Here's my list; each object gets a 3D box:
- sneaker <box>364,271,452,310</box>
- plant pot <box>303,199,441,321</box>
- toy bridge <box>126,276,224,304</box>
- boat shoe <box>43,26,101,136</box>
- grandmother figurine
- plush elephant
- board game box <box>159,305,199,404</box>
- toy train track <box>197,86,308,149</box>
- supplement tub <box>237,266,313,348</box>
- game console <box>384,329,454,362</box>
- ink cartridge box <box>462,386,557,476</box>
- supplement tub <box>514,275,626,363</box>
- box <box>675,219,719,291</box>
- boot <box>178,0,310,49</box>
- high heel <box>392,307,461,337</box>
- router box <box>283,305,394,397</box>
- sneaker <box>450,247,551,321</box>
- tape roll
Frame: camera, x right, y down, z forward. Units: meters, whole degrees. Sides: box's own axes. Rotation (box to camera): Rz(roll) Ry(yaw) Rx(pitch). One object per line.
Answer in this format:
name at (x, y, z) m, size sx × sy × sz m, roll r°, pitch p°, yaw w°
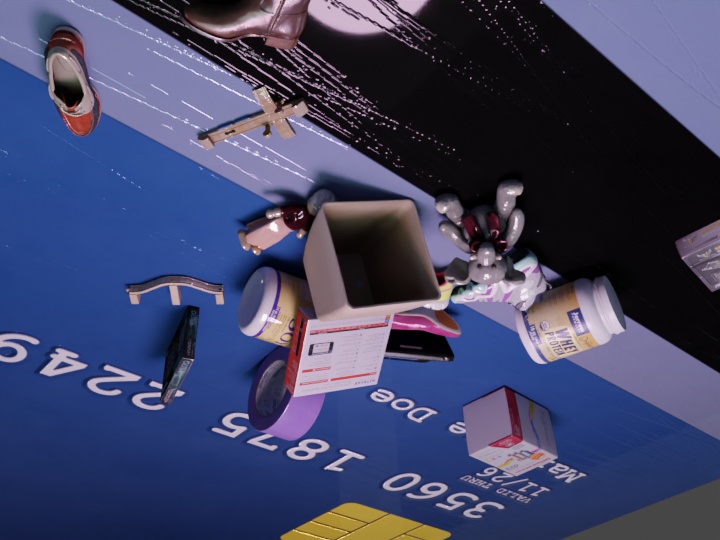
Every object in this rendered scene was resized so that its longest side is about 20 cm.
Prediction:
sneaker at (0.101, 0.017, 1.679) m, size 0.199 × 0.078 × 0.090 m, roll 9°, pitch 129°, yaw -20°
plant pot at (0.000, 0.000, 1.527) m, size 0.199 × 0.201 × 0.177 m, roll -5°, pitch 160°, yaw -31°
toy bridge at (-0.385, 0.041, 1.706) m, size 0.199 × 0.027 × 0.067 m, roll 0°, pitch 139°, yaw -4°
boat shoe at (-0.448, -0.279, 1.276) m, size 0.071 × 0.063 × 0.200 m, roll 2°, pitch 143°, yaw -8°
grandmother figurine at (-0.133, -0.095, 1.534) m, size 0.200 × 0.061 × 0.121 m, roll -25°, pitch 164°, yaw 21°
plush elephant at (0.231, -0.045, 1.532) m, size 0.164 × 0.155 × 0.200 m, roll -8°, pitch 141°, yaw 6°
board game box at (-0.397, 0.188, 1.804) m, size 0.028 × 0.136 × 0.200 m, roll 14°, pitch 139°, yaw -20°
toy train track at (-0.180, -0.237, 1.366) m, size 0.199 × 0.033 × 0.115 m, roll -16°, pitch 140°, yaw 18°
supplement tub at (-0.135, 0.087, 1.685) m, size 0.200 × 0.146 × 0.145 m, roll 20°, pitch 136°, yaw -26°
game console at (0.090, 0.193, 1.861) m, size 0.199 × 0.176 × 0.117 m, roll 6°, pitch 112°, yaw -12°
ink cartridge box at (0.389, 0.420, 2.134) m, size 0.200 × 0.145 × 0.145 m, roll 29°, pitch 132°, yaw -34°
supplement tub at (0.443, 0.102, 1.739) m, size 0.200 × 0.145 × 0.144 m, roll -23°, pitch 137°, yaw 24°
box at (0.760, -0.049, 1.646) m, size 0.200 × 0.048 × 0.158 m, roll -31°, pitch 133°, yaw 30°
boot at (-0.139, -0.406, 1.132) m, size 0.186 × 0.064 × 0.200 m, roll 1°, pitch 146°, yaw -26°
high heel at (0.118, 0.118, 1.793) m, size 0.199 × 0.067 × 0.096 m, roll 22°, pitch 126°, yaw -21°
router box at (-0.043, 0.154, 1.643) m, size 0.199 × 0.049 × 0.180 m, roll -3°, pitch 119°, yaw -32°
sneaker at (0.296, 0.054, 1.692) m, size 0.200 × 0.078 × 0.140 m, roll -27°, pitch 113°, yaw 28°
tape roll at (-0.170, 0.280, 1.882) m, size 0.085 × 0.200 × 0.200 m, roll 26°, pitch 133°, yaw -32°
